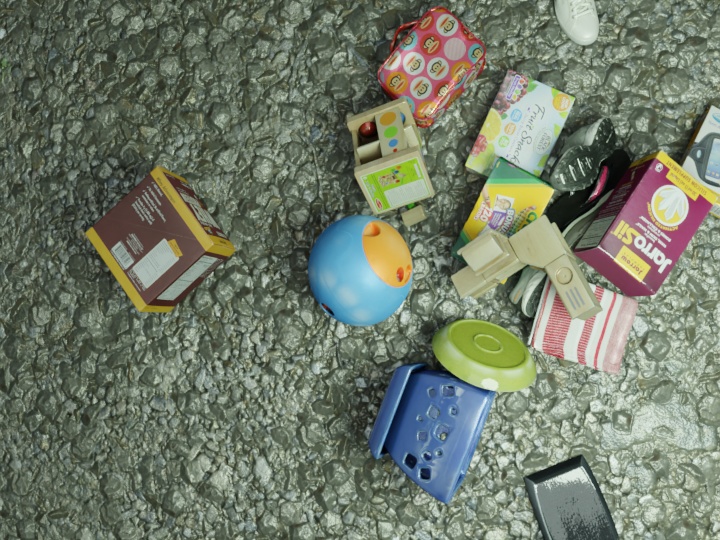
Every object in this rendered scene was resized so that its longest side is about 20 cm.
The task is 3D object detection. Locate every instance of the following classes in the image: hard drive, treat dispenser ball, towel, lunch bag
[{"bbox_3d":[0.396,0.461,1.291,0.132,0.042,0.205,-22,83,7],"label":"hard drive"},{"bbox_3d":[0.000,0.000,1.304,0.195,0.201,0.207,-1,86,9],"label":"treat dispenser ball"},{"bbox_3d":[0.410,0.097,1.281,0.195,0.023,0.148,17,89,-16],"label":"towel"},{"bbox_3d":[0.129,-0.404,1.369,0.200,0.082,0.176,-45,80,5],"label":"lunch bag"}]

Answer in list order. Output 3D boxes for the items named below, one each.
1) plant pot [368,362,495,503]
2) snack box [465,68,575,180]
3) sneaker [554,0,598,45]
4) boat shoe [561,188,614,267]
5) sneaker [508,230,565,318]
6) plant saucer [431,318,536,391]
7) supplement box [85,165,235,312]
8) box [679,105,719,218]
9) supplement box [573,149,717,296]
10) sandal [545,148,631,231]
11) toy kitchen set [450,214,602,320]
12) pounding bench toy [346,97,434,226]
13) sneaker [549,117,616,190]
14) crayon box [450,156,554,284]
[{"bbox_3d":[0.129,0.274,1.275,0.176,0.200,0.205,21,91,17],"label":"plant pot"},{"bbox_3d":[0.304,-0.260,1.345,0.140,0.053,0.204,25,92,9],"label":"snack box"},{"bbox_3d":[0.402,-0.532,1.332,0.071,0.085,0.205,-20,85,6],"label":"sneaker"},{"bbox_3d":[0.425,-0.068,1.256,0.201,0.060,0.073,-43,123,-8],"label":"boat shoe"},{"bbox_3d":[0.349,-0.007,1.314,0.201,0.079,0.074,-50,122,-10],"label":"sneaker"},{"bbox_3d":[0.226,0.142,1.264,0.195,0.200,0.032,20,118,9],"label":"plant saucer"},{"bbox_3d":[-0.397,-0.058,1.407,0.199,0.133,0.199,-40,81,5],"label":"supplement box"},{"bbox_3d":[0.652,-0.204,1.268,0.117,0.042,0.203,29,76,8],"label":"box"},{"bbox_3d":[0.477,-0.077,1.181,0.130,0.103,0.202,36,84,-3],"label":"supplement box"},{"bbox_3d":[0.424,-0.154,1.304,0.199,0.045,0.075,-42,41,1],"label":"sandal"},{"bbox_3d":[0.266,0.030,1.189,0.198,0.162,0.184,-34,67,22],"label":"toy kitchen set"},{"bbox_3d":[0.066,-0.201,1.351,0.121,0.201,0.159,-17,53,12],"label":"pounding bench toy"},{"bbox_3d":[0.393,-0.203,1.273,0.200,0.078,0.075,-42,113,-34],"label":"sneaker"},{"bbox_3d":[0.265,-0.093,1.310,0.117,0.058,0.204,28,110,10],"label":"crayon box"}]
